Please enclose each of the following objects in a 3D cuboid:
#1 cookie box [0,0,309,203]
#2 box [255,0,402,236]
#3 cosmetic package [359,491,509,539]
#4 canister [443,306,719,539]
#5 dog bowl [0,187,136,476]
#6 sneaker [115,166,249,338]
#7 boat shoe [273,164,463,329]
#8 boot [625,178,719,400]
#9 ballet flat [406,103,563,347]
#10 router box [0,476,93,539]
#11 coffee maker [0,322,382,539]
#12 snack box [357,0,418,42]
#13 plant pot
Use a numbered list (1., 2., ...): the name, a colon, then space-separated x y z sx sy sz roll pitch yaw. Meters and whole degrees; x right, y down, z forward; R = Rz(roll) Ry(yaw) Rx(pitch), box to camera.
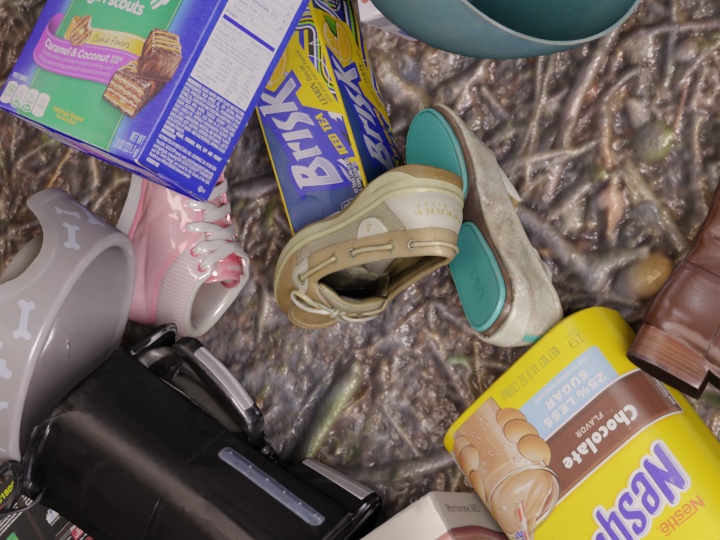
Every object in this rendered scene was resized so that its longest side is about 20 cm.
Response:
1. cookie box: -0.133 -0.168 1.337 0.171 0.075 0.200 23 84 43
2. box: -0.029 -0.116 1.357 0.070 0.064 0.200 -26 72 27
3. cosmetic package: 0.079 0.244 1.225 0.087 0.103 0.200 -37 68 21
4. canister: 0.157 0.140 1.198 0.149 0.086 0.200 -45 62 19
5. dog bowl: -0.214 0.048 1.321 0.059 0.200 0.200 21 96 11
6. sneaker: -0.112 -0.046 1.396 0.105 0.075 0.201 25 102 32
7. boat shoe: 0.003 0.000 1.283 0.201 0.073 0.063 -36 48 49
8. boot: 0.277 0.003 1.156 0.186 0.064 0.200 28 82 6
9. ballet flat: 0.080 -0.025 1.278 0.067 0.062 0.200 -52 39 36
10. router box: -0.203 0.208 1.427 0.200 0.062 0.150 -46 63 19
11. coffee maker: -0.115 0.162 1.290 0.200 0.135 0.192 37 66 16
12. snack box: 0.015 -0.259 1.341 0.024 0.072 0.200 -14 77 31
13. plant pot: 0.068 -0.217 1.251 0.135 0.200 0.201 -24 70 55
